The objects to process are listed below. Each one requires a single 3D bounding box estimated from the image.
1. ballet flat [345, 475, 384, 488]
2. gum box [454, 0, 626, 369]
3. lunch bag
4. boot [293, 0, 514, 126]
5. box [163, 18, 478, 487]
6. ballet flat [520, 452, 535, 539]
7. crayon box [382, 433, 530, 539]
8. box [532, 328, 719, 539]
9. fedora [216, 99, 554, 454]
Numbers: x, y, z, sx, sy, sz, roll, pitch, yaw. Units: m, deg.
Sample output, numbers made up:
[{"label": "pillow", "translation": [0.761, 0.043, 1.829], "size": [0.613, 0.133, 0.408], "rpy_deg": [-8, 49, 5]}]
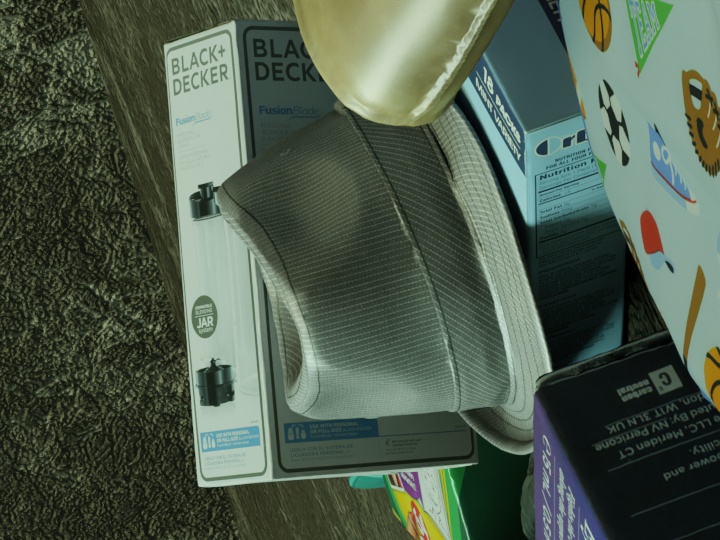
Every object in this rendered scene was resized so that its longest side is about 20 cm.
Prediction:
[{"label": "ballet flat", "translation": [0.016, 0.093, 1.626], "size": [0.200, 0.071, 0.071], "rpy_deg": [136, 114, -81]}, {"label": "gum box", "translation": [0.052, -0.064, 1.083], "size": [0.200, 0.045, 0.170], "rpy_deg": [85, 164, -57]}, {"label": "lunch bag", "translation": [0.108, -0.041, 0.678], "size": [0.200, 0.076, 0.160], "rpy_deg": [-122, 17, -60]}, {"label": "boot", "translation": [0.025, -0.158, 0.691], "size": [0.200, 0.066, 0.175], "rpy_deg": [126, 144, -59]}, {"label": "box", "translation": [-0.018, -0.008, 1.219], "size": [0.060, 0.117, 0.200], "rpy_deg": [-12, 80, 54]}, {"label": "ballet flat", "translation": [0.088, 0.073, 1.081], "size": [0.200, 0.066, 0.057], "rpy_deg": [109, 145, -76]}, {"label": "crayon box", "translation": [0.041, 0.064, 1.389], "size": [0.200, 0.058, 0.173], "rpy_deg": [-141, 33, -73]}, {"label": "box", "translation": [0.133, 0.130, 0.785], "size": [0.148, 0.104, 0.200], "rpy_deg": [83, 166, -53]}, {"label": "fedora", "translation": [0.000, 0.000, 1.094], "size": [0.200, 0.090, 0.177], "rpy_deg": [-131, 22, -69]}]
